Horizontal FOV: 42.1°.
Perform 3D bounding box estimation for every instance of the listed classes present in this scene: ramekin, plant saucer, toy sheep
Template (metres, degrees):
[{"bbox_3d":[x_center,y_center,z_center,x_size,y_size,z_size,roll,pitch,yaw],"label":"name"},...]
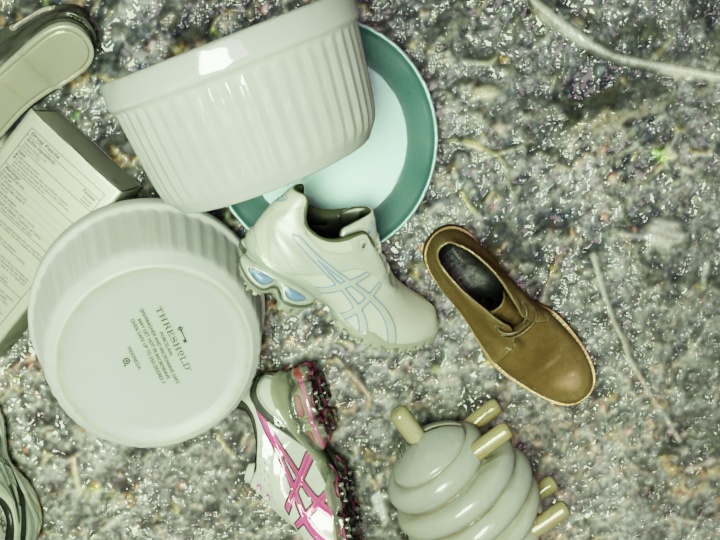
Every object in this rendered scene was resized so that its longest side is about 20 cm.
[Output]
[{"bbox_3d":[-0.081,-0.122,0.693,0.196,0.201,0.107,-20,106,4],"label":"ramekin"},{"bbox_3d":[-0.171,0.051,0.766,0.198,0.094,0.207,-6,114,-14],"label":"ramekin"},{"bbox_3d":[-0.032,-0.112,0.804,0.195,0.036,0.205,0,97,2],"label":"plant saucer"},{"bbox_3d":[0.091,0.190,0.796,0.137,0.138,0.201,-36,99,6],"label":"toy sheep"}]

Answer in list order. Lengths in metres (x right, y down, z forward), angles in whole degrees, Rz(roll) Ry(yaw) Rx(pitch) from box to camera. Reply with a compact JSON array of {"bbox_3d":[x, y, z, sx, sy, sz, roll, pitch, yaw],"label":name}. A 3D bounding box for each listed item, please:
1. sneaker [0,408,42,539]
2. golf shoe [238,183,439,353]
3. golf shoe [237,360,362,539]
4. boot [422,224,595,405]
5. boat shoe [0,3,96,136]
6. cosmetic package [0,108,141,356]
[{"bbox_3d":[-0.345,0.169,0.818,0.075,0.088,0.203,-30,99,-2],"label":"sneaker"},{"bbox_3d":[0.000,0.000,0.765,0.197,0.079,0.098,23,114,-30],"label":"golf shoe"},{"bbox_3d":[-0.053,0.188,0.831,0.090,0.073,0.204,-16,87,10],"label":"golf shoe"},{"bbox_3d":[0.129,0.047,0.802,0.074,0.075,0.200,-45,95,5],"label":"boot"},{"bbox_3d":[-0.311,-0.163,0.803,0.197,0.058,0.067,-27,132,9],"label":"boat shoe"},{"bbox_3d":[-0.294,-0.028,0.804,0.103,0.073,0.200,42,96,-4],"label":"cosmetic package"}]
